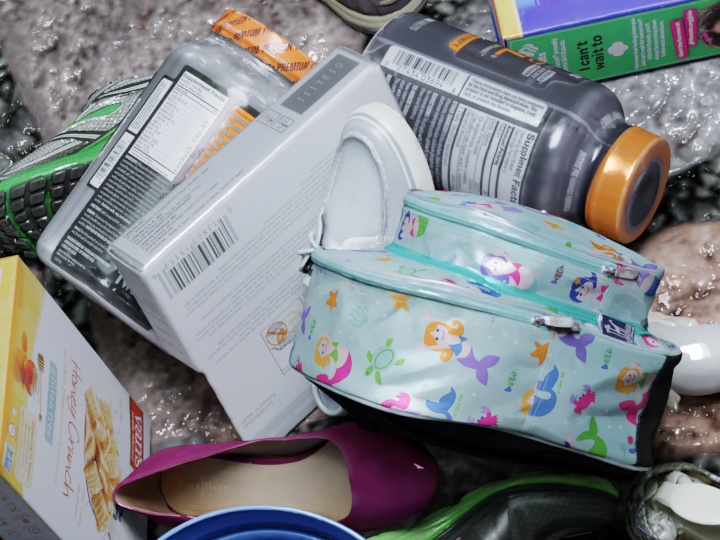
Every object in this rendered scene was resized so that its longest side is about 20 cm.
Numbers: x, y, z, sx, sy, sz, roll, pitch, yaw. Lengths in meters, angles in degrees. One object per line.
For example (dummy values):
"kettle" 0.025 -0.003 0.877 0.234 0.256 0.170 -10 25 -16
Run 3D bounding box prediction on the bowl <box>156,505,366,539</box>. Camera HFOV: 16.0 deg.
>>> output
"bowl" -0.054 0.234 1.439 0.199 0.039 0.202 -2 75 9

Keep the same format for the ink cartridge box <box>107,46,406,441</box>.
"ink cartridge box" -0.039 -0.010 1.584 0.200 0.174 0.043 -42 42 -17

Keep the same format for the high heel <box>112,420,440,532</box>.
"high heel" -0.049 0.128 1.494 0.199 0.096 0.068 -10 91 43

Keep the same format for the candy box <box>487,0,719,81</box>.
"candy box" 0.179 -0.219 1.732 0.199 0.077 0.170 -13 55 4

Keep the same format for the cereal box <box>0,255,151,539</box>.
"cereal box" -0.178 0.104 1.508 0.039 0.200 0.145 -12 55 16

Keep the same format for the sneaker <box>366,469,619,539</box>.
"sneaker" 0.064 0.178 1.498 0.199 0.077 0.084 -25 72 -2

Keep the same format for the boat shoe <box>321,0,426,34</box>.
"boat shoe" -0.038 -0.238 1.789 0.199 0.073 0.075 27 65 26

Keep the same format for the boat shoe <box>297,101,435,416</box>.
"boat shoe" -0.001 0.000 1.542 0.070 0.202 0.071 26 38 38

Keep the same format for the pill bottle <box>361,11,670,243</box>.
"pill bottle" 0.096 -0.085 1.640 0.199 0.106 0.106 24 64 24

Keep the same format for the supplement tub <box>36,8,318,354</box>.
"supplement tub" -0.103 -0.057 1.622 0.122 0.123 0.200 33 84 28

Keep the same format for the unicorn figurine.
"unicorn figurine" 0.195 0.051 1.551 0.199 0.074 0.138 12 35 -1

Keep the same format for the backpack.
"backpack" 0.066 0.035 1.455 0.199 0.152 0.177 7 7 -26

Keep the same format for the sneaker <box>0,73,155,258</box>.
"sneaker" -0.171 -0.076 1.715 0.199 0.078 0.085 -27 48 -18

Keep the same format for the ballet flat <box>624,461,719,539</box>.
"ballet flat" 0.234 0.168 1.464 0.200 0.072 0.072 28 65 26
